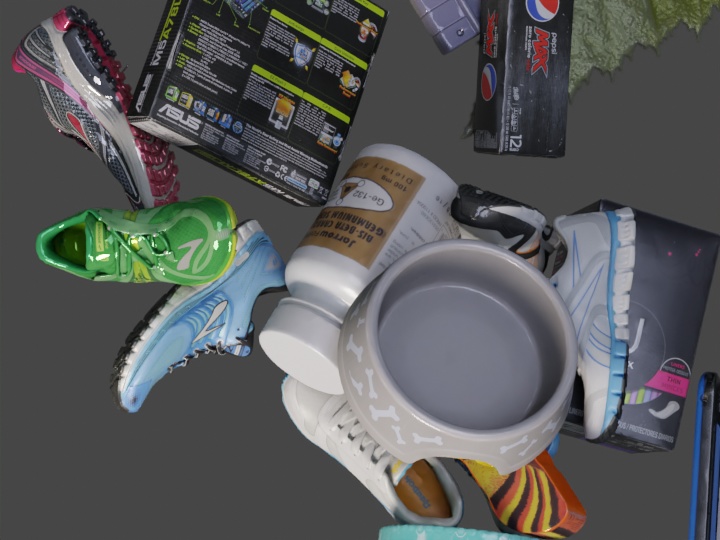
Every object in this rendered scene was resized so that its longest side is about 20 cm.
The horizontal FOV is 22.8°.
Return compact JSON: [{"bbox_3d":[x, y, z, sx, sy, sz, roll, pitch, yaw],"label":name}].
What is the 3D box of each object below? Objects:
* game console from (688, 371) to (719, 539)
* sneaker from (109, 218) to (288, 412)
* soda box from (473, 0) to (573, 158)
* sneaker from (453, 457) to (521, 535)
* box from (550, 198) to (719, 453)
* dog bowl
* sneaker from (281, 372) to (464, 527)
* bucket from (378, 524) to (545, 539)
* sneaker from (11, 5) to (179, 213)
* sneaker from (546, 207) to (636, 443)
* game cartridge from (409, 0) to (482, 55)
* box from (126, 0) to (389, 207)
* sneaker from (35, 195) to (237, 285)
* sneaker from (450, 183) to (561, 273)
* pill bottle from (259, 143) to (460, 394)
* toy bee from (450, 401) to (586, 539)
[{"bbox_3d":[0.362,0.201,1.613,0.117,0.171,0.202,2,81,14],"label":"game console"},{"bbox_3d":[-0.133,0.051,1.535,0.090,0.078,0.200,45,76,-8],"label":"sneaker"},{"bbox_3d":[0.148,-0.204,1.613,0.070,0.063,0.202,1,95,-21],"label":"soda box"},{"bbox_3d":[0.087,0.142,1.577,0.104,0.076,0.202,-9,79,-13],"label":"sneaker"},{"bbox_3d":[0.232,0.053,1.602,0.121,0.106,0.202,16,80,-9],"label":"box"},{"bbox_3d":[0.084,0.064,1.431,0.198,0.059,0.202,6,62,-11],"label":"dog bowl"},{"bbox_3d":[0.015,0.150,1.554,0.200,0.081,0.077,43,78,-3],"label":"sneaker"},{"bbox_3d":[0.095,0.293,1.498,0.205,0.207,0.136,9,77,-12],"label":"bucket"},{"bbox_3d":[-0.223,-0.126,1.543,0.074,0.081,0.201,-29,92,15],"label":"sneaker"},{"bbox_3d":[0.187,0.046,1.514,0.086,0.075,0.202,2,78,6],"label":"sneaker"},{"bbox_3d":[0.126,-0.305,1.660,0.199,0.038,0.130,-33,95,-14],"label":"game cartridge"},{"bbox_3d":[-0.085,-0.180,1.551,0.199,0.047,0.195,25,76,-35],"label":"box"},{"bbox_3d":[-0.185,-0.019,1.477,0.083,0.199,0.075,-12,95,-57],"label":"sneaker"},{"bbox_3d":[0.123,-0.019,1.551,0.073,0.200,0.081,24,87,25],"label":"sneaker"},{"bbox_3d":[0.000,0.000,1.536,0.114,0.114,0.201,35,67,-7],"label":"pill bottle"},{"bbox_3d":[0.112,0.149,1.501,0.108,0.201,0.131,-34,127,22],"label":"toy bee"}]
